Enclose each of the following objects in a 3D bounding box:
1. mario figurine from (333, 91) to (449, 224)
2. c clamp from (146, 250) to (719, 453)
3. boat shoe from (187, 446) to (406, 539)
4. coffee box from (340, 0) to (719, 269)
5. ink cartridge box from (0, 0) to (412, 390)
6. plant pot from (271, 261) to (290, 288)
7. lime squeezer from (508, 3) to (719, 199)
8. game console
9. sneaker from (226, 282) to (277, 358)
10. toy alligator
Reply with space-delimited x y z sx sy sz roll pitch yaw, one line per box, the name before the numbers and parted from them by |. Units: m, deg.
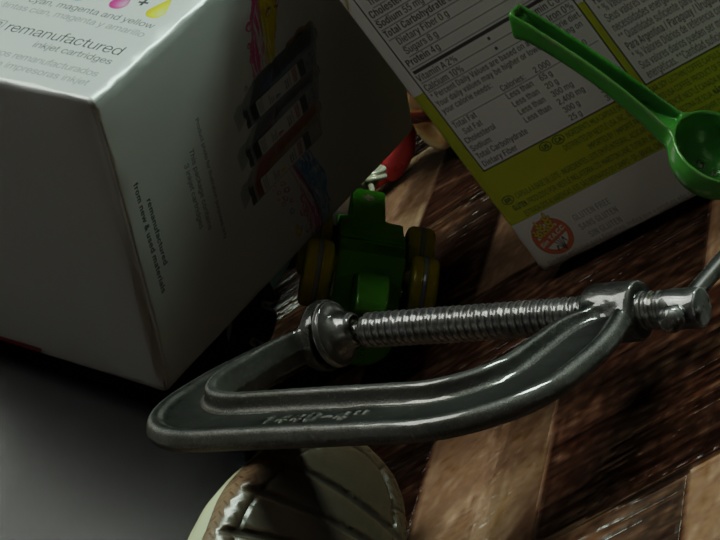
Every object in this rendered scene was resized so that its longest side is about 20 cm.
mario figurine | -0.005 -0.102 1.213 0.106 0.124 0.200 -34 6 -34
c clamp | 0.029 0.029 0.808 0.199 0.027 0.171 -7 18 30
boat shoe | -0.047 0.131 0.755 0.076 0.072 0.200 -47 6 39
coffee box | 0.121 -0.162 0.928 0.200 0.198 0.200 -28 19 36
ink cartridge box | -0.094 -0.077 0.968 0.145 0.145 0.200 13 42 30
plant pot | -0.123 -0.036 1.171 0.161 0.201 0.200 -36 14 -13
lime squeezer | 0.151 -0.057 0.826 0.199 0.071 0.038 10 26 32
game console | -0.133 0.108 0.963 0.200 0.116 0.176 -105 33 -46
sneaker | -0.110 0.079 1.068 0.200 0.075 0.087 -43 -10 -1
toy alligator | 0.000 0.000 1.036 0.200 0.059 0.054 -95 15 -71
